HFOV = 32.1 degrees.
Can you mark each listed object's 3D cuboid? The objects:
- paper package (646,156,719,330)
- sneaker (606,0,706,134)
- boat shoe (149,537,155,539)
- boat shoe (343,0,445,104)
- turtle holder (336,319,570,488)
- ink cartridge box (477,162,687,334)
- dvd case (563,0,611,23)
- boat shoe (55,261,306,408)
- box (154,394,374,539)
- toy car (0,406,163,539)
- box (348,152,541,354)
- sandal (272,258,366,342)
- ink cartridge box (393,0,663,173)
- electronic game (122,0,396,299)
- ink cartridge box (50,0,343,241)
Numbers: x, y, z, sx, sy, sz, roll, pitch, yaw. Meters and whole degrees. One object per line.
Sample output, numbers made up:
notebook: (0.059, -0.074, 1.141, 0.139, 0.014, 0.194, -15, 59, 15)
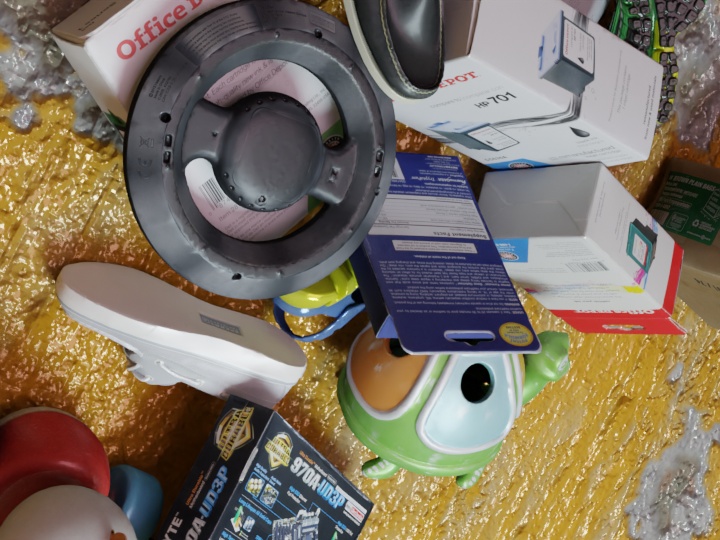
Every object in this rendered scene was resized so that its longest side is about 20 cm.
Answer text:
paper package: (0.377, -0.002, 1.150, 0.190, 0.199, 0.104, 36, 84, -35)
sneaker: (0.241, -0.218, 1.072, 0.077, 0.085, 0.203, 13, 106, -11)
boat shoe: (-0.167, 0.305, 0.975, 0.074, 0.060, 0.203, -33, 137, -70)
boat shoe: (0.029, -0.212, 0.826, 0.071, 0.067, 0.203, -10, 98, -35)
turtle holder: (0.079, 0.090, 0.996, 0.183, 0.142, 0.133, 19, 127, -8)
ink cartridge box: (0.195, -0.012, 1.065, 0.199, 0.115, 0.068, 36, 63, -44)
dvd case: (0.181, -0.243, 0.993, 0.144, 0.017, 0.200, -58, 162, -6)
boat shoe: (-0.137, 0.055, 0.919, 0.198, 0.072, 0.069, 19, 114, -32)
box: (-0.075, 0.210, 0.957, 0.160, 0.046, 0.200, -63, 146, -17)
toy car: (-0.214, 0.198, 0.827, 0.184, 0.199, 0.178, 35, 85, -34)
box: (0.050, -0.010, 0.943, 0.120, 0.202, 0.033, 2, 137, -26)
sandal: (0.000, 0.000, 0.995, 0.198, 0.080, 0.088, -17, 148, -35)
ink cartridge box: (0.110, -0.147, 0.959, 0.198, 0.146, 0.087, 20, 74, -35)
electronic game: (-0.063, -0.079, 0.836, 0.198, 0.042, 0.203, -9, 109, -28)
ink cartridge box: (-0.098, -0.124, 0.877, 0.146, 0.084, 0.201, -40, 121, -15)
